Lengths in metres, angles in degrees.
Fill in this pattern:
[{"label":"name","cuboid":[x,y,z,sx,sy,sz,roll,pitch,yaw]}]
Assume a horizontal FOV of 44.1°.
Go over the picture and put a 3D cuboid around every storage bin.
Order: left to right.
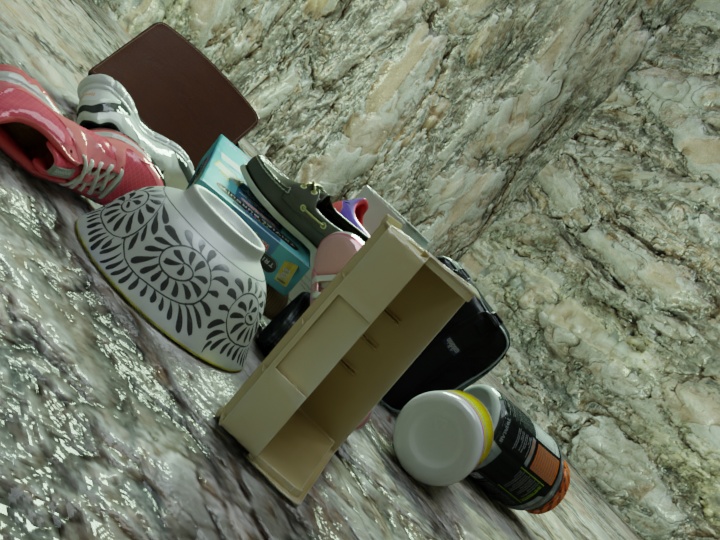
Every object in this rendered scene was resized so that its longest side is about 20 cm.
[{"label":"storage bin","cuboid":[-0.003,0.063,0.715,0.094,0.200,0.199,42,5,4]}]

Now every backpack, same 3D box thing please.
[{"label":"backpack","cuboid":[0.088,0.095,1.232,0.178,0.199,0.151,53,2,6]}]

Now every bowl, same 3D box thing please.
[{"label":"bowl","cuboid":[-0.148,-0.014,0.802,0.200,0.094,0.201,43,6,-5]}]

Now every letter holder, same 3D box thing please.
[{"label":"letter holder","cuboid":[-0.253,-0.218,1.220,0.200,0.142,0.101,44,-25,1]}]

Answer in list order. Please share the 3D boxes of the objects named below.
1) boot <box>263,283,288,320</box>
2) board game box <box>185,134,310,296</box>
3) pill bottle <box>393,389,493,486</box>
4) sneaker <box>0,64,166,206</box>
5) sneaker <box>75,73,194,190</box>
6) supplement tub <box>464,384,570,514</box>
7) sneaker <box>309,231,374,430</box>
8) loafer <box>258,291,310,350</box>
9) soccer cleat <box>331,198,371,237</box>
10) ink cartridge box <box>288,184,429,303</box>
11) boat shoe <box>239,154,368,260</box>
[{"label":"boot","cuboid":[-0.151,-0.029,1.052,0.144,0.071,0.202,43,9,-21]},{"label":"board game box","cuboid":[-0.126,-0.069,1.023,0.150,0.047,0.201,39,16,-15]},{"label":"pill bottle","cuboid":[0.107,0.197,1.074,0.104,0.104,0.200,45,5,15]},{"label":"sneaker","cuboid":[-0.262,-0.097,0.799,0.199,0.074,0.087,32,20,-35]},{"label":"sneaker","cuboid":[-0.275,-0.140,1.079,0.200,0.073,0.081,47,30,-40]},{"label":"supplement tub","cuboid":[0.210,0.263,1.279,0.200,0.123,0.123,42,5,-30]},{"label":"sneaker","cuboid":[-0.023,0.057,0.875,0.104,0.074,0.204,16,72,-71]},{"label":"loafer","cuboid":[-0.059,0.071,0.979,0.072,0.073,0.200,48,6,3]},{"label":"soccer cleat","cuboid":[0.000,0.000,1.048,0.068,0.072,0.202,63,6,-59]},{"label":"ink cartridge box","cuboid":[-0.011,-0.003,1.227,0.083,0.200,0.145,44,4,19]},{"label":"boat shoe","cuboid":[-0.051,-0.061,0.986,0.202,0.060,0.072,46,15,9]}]
